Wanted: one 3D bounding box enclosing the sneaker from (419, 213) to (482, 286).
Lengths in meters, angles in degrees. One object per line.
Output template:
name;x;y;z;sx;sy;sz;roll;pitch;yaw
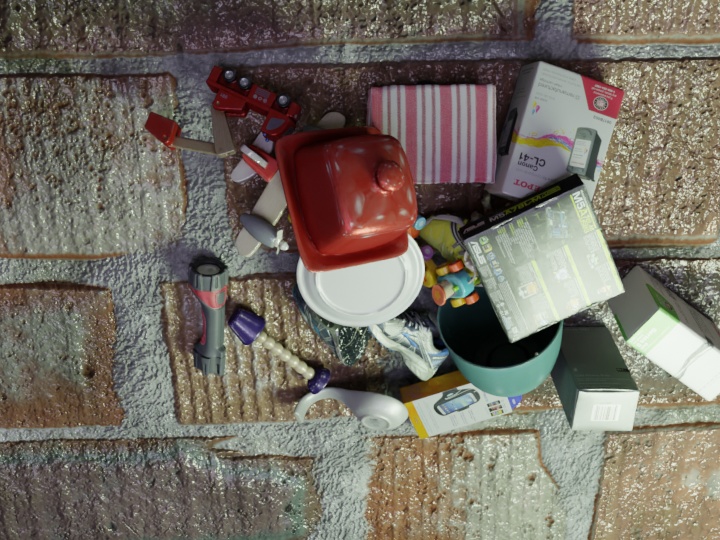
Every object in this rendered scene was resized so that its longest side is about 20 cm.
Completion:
sneaker;0.172;-0.023;1.597;0.199;0.077;0.076;27;154;20

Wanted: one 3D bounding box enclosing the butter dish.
butter dish;0.006;-0.115;1.413;0.198;0.147;0.202;-12;86;-36

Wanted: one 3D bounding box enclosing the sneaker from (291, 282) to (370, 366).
sneaker;-0.050;0.081;1.697;0.078;0.086;0.201;-49;137;-22

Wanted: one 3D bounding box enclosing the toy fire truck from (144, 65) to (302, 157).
toy fire truck;-0.201;-0.220;1.493;0.199;0.049;0.142;26;84;6

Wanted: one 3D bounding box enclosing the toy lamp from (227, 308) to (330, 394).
toy lamp;-0.139;0.134;1.723;0.199;0.058;0.058;37;111;-21

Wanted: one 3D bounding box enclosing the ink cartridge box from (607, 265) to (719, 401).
ink cartridge box;0.518;0.104;1.674;0.199;0.146;0.084;34;112;-17

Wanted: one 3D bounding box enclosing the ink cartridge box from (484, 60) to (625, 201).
ink cartridge box;0.289;-0.193;1.509;0.146;0.086;0.202;16;91;-11

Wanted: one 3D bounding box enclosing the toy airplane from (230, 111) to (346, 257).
toy airplane;-0.102;-0.129;1.535;0.197;0.141;0.202;-9;101;-9

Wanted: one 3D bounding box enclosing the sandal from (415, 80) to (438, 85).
sandal;0.062;-0.200;1.559;0.076;0.043;0.201;22;115;-13

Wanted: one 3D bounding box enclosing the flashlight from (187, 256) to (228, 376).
flashlight;-0.256;0.077;1.688;0.067;0.068;0.202;2;122;-8

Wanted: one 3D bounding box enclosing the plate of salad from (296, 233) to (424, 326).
plate of salad;0.000;0.000;1.567;0.198;0.048;0.202;-2;122;-3

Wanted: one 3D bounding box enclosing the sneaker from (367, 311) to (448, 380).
sneaker;0.078;0.096;1.706;0.085;0.077;0.200;-40;122;13

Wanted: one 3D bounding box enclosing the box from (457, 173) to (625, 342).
box;0.268;-0.015;1.490;0.192;0.048;0.201;-27;118;5

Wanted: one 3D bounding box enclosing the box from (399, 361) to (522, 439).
box;0.179;0.223;1.770;0.198;0.042;0.119;-19;136;6

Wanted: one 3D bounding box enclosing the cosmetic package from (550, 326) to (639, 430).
cosmetic package;0.382;0.176;1.680;0.106;0.201;0.091;0;120;-4

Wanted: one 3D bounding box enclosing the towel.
towel;0.106;-0.203;1.512;0.198;0.030;0.148;2;95;15

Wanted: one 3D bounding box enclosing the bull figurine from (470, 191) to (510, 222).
bull figurine;0.271;-0.100;1.607;0.200;0.065;0.121;-41;108;15

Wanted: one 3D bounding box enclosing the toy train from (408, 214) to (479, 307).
toy train;0.105;-0.021;1.585;0.055;0.200;0.151;-31;140;-24

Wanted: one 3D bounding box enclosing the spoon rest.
spoon rest;-0.014;0.237;1.761;0.198;0.061;0.100;1;144;13

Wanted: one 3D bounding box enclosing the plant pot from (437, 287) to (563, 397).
plant pot;0.236;0.112;1.647;0.199;0.202;0.161;-14;143;6
